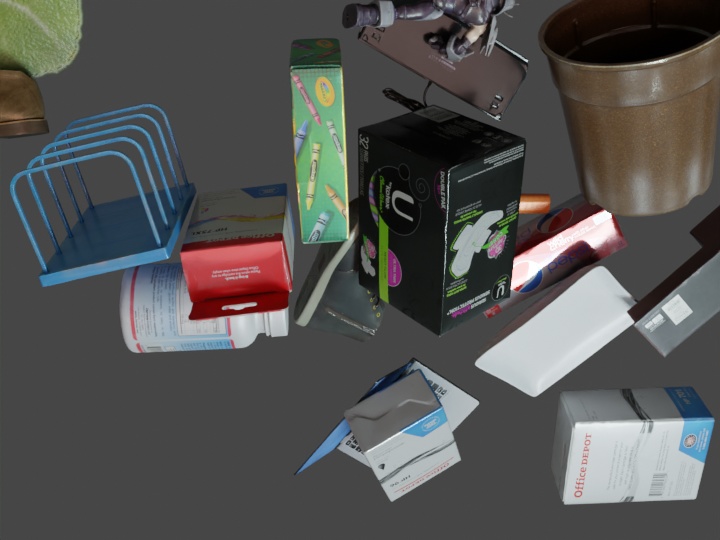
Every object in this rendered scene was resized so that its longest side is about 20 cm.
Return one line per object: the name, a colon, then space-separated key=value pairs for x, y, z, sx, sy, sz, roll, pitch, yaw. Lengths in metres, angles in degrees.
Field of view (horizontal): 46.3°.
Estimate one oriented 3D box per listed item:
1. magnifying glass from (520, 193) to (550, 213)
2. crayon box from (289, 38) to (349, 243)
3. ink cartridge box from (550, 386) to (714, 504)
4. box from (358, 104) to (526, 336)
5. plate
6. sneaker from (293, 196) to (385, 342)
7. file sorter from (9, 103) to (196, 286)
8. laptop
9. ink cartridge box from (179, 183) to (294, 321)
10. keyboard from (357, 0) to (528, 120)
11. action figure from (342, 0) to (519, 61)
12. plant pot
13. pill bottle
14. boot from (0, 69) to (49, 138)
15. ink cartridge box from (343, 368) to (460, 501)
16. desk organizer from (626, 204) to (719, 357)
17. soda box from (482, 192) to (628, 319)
magnifying glass: x=0.138 y=-0.085 z=1.053 sx=0.197 sy=0.022 sz=0.081 roll=1 pitch=118 yaw=-2
crayon box: x=-0.045 y=-0.147 z=0.953 sx=0.057 sy=0.119 sz=0.202 roll=-3 pitch=118 yaw=-2
ink cartridge box: x=0.383 y=0.250 z=1.205 sx=0.197 sy=0.086 sz=0.148 roll=-1 pitch=118 yaw=-1
box: x=0.086 y=-0.060 z=0.946 sx=0.123 sy=0.148 sz=0.202 roll=-23 pitch=127 yaw=-34
plate: x=0.259 y=0.077 z=1.098 sx=0.199 sy=0.033 sz=0.199 roll=-40 pitch=143 yaw=16
sneaker: x=0.000 y=0.000 z=1.066 sx=0.105 sy=0.075 sz=0.201 roll=19 pitch=124 yaw=-18
file sorter: x=-0.276 y=-0.093 z=0.926 sx=0.137 sy=0.201 sz=0.124 roll=-12 pitch=114 yaw=3
laptop: x=0.041 y=0.228 z=1.157 sx=0.199 sy=0.116 sz=0.188 roll=33 pitch=112 yaw=-19
ink cartridge box: x=-0.137 y=-0.025 z=0.965 sx=0.114 sy=0.201 sz=0.068 roll=-7 pitch=119 yaw=0
keyboard: x=0.087 y=-0.231 z=0.972 sx=0.198 sy=0.021 sz=0.128 roll=26 pitch=108 yaw=-15
action figure: x=0.079 y=-0.295 z=0.903 sx=0.197 sy=0.069 sz=0.132 roll=-1 pitch=98 yaw=-14
plant pot: x=0.306 y=-0.183 z=0.924 sx=0.198 sy=0.201 sz=0.200 roll=-15 pitch=127 yaw=5
pill bottle: x=-0.191 y=0.044 z=1.051 sx=0.197 sy=0.109 sz=0.110 roll=-2 pitch=118 yaw=-3
boot: x=-0.457 y=-0.182 z=0.951 sx=0.197 sy=0.074 sz=0.077 roll=-8 pitch=100 yaw=-4
ink cartridge box: x=0.063 y=0.229 z=1.110 sx=0.115 sy=0.068 sz=0.201 roll=-29 pitch=142 yaw=-5
desk organizer: x=0.431 y=0.006 z=1.076 sx=0.072 sy=0.077 sz=0.200 roll=40 pitch=105 yaw=-21
soda box: x=0.227 y=-0.023 z=1.061 sx=0.198 sy=0.070 sz=0.064 roll=-29 pitch=116 yaw=11
